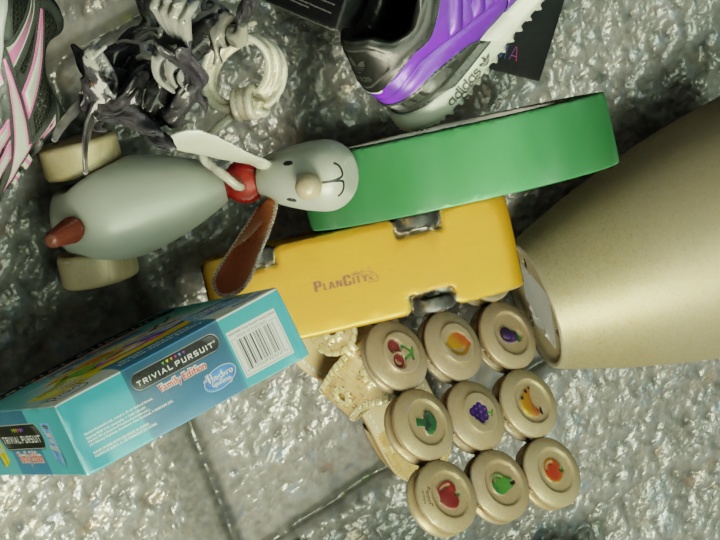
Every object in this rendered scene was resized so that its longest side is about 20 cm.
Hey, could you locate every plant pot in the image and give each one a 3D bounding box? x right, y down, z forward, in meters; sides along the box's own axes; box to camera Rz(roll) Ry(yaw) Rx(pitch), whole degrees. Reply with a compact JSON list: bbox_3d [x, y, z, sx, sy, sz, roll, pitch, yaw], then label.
[{"bbox_3d":[0.210,-0.010,1.739,0.200,0.187,0.188,-20,119,-12],"label":"plant pot"}]

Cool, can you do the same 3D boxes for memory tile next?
[{"bbox_3d":[0.068,0.074,1.674,0.153,0.017,0.200,-7,72,-41],"label":"memory tile"}]

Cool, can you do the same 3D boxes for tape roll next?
[{"bbox_3d":[0.061,-0.069,1.580,0.200,0.200,0.048,-14,95,-30],"label":"tape roll"}]

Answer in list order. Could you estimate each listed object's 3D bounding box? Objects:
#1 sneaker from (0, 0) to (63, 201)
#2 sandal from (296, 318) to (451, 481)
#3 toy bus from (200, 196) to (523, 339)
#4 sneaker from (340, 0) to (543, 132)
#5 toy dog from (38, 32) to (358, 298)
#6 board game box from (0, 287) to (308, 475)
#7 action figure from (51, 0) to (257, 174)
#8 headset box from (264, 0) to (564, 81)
[{"bbox_3d":[-0.216,-0.077,1.468,0.086,0.080,0.200,-1,115,-45],"label":"sneaker"},{"bbox_3d":[0.015,0.074,1.685,0.078,0.070,0.212,-40,126,-8],"label":"sandal"},{"bbox_3d":[0.000,0.000,1.598,0.200,0.078,0.065,-13,97,-5],"label":"toy bus"},{"bbox_3d":[0.060,-0.187,1.497,0.099,0.070,0.200,40,82,-36],"label":"sneaker"},{"bbox_3d":[-0.111,-0.042,1.487,0.200,0.096,0.132,-29,99,19],"label":"toy dog"},{"bbox_3d":[-0.139,0.069,1.498,0.151,0.200,0.047,-28,97,-23],"label":"board game box"},{"bbox_3d":[-0.106,-0.149,1.437,0.200,0.119,0.102,-41,137,-8],"label":"action figure"},{"bbox_3d":[0.055,-0.239,1.579,0.174,0.093,0.200,11,101,-38],"label":"headset box"}]
